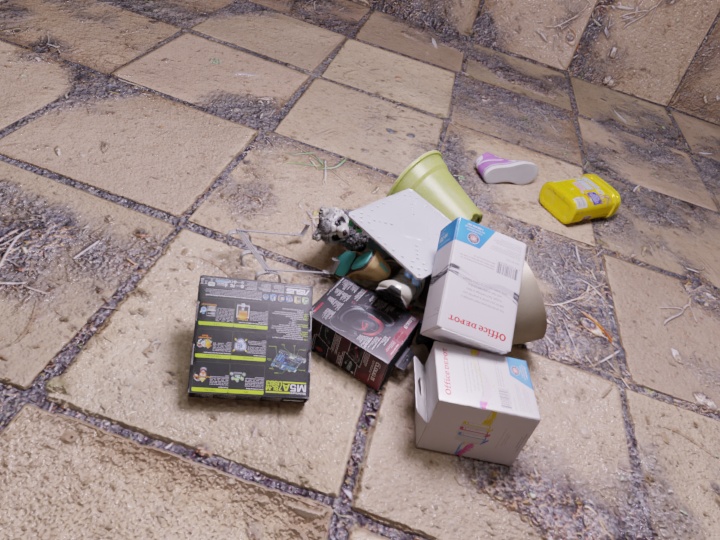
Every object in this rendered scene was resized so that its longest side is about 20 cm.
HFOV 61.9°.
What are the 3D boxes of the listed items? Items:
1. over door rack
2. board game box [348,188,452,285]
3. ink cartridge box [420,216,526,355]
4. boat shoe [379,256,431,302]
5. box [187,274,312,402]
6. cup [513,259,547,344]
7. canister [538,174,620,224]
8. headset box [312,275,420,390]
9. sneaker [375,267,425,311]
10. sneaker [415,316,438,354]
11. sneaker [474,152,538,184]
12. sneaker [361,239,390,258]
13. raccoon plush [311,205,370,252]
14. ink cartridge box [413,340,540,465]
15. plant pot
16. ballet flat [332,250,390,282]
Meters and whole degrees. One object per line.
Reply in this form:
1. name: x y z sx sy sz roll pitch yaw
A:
1. over door rack: -0.160 -0.027 1.229 0.197 0.068 0.148 -9 44 -39
2. board game box: 0.102 -0.071 1.172 0.198 0.026 0.200 -26 58 -41
3. ink cartridge box: 0.199 0.032 1.055 0.143 0.086 0.205 20 72 -14
4. boat shoe: 0.131 0.013 1.286 0.196 0.076 0.074 22 31 -4
5. box: -0.178 0.114 0.996 0.195 0.048 0.198 5 70 -14
6. cup: 0.259 0.068 1.200 0.140 0.203 0.202 -21 46 -7
7. canister: 0.636 -0.209 1.749 0.196 0.088 0.149 -11 46 -30
8. headset box: 0.008 0.116 1.110 0.197 0.076 0.149 29 38 14
9. sneaker: 0.085 0.021 1.153 0.069 0.095 0.200 28 -2 13
10. sneaker: 0.179 0.163 1.120 0.199 0.069 0.100 39 65 -8
11. sneaker: 0.440 -0.321 1.822 0.195 0.074 0.115 -1 38 -22
12. sneaker: 0.062 -0.070 1.353 0.196 0.083 0.074 23 37 8
13. raccoon plush: -0.066 -0.090 1.292 0.131 0.100 0.198 6 -5 -30
14. ink cartridge box: 0.176 0.220 1.007 0.195 0.127 0.130 13 37 -6
15. plant pot: 0.182 -0.143 1.421 0.198 0.202 0.185 -26 65 -42
16. ballet flat: 0.000 0.000 1.212 0.063 0.199 0.069 36 77 -18
